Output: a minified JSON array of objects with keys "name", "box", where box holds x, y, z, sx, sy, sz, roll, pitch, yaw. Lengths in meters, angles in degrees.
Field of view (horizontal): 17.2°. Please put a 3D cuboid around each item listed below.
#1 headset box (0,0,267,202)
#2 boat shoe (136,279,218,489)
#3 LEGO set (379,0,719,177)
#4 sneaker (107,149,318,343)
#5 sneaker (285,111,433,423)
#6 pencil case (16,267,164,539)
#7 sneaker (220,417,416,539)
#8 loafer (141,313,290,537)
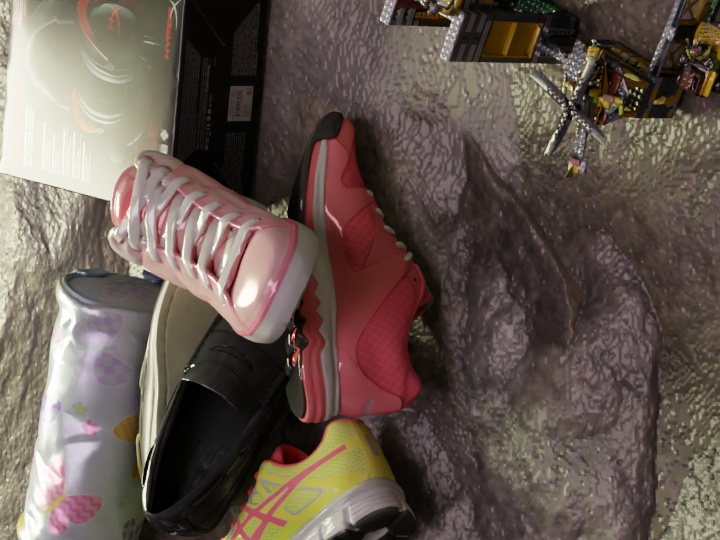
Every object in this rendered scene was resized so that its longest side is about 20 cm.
[{"name":"headset box","box":[-0.160,-0.124,1.577,0.200,0.075,0.149,16,104,43]},{"name":"boat shoe","box":[-0.110,0.061,1.544,0.061,0.072,0.201,-164,82,-69]},{"name":"LEGO set","box":[0.102,-0.160,1.287,0.200,0.116,0.154,44,122,33]},{"name":"sneaker","box":[-0.096,-0.017,1.407,0.075,0.105,0.200,-66,19,6]},{"name":"sneaker","box":[0.000,0.000,1.443,0.074,0.087,0.200,114,158,-65]},{"name":"pencil case","box":[-0.179,0.099,1.605,0.091,0.083,0.200,18,107,29]},{"name":"sneaker","box":[-0.045,0.158,1.494,0.200,0.078,0.090,-35,59,35]},{"name":"loafer","box":[-0.077,0.073,1.479,0.068,0.070,0.201,25,87,17]}]
